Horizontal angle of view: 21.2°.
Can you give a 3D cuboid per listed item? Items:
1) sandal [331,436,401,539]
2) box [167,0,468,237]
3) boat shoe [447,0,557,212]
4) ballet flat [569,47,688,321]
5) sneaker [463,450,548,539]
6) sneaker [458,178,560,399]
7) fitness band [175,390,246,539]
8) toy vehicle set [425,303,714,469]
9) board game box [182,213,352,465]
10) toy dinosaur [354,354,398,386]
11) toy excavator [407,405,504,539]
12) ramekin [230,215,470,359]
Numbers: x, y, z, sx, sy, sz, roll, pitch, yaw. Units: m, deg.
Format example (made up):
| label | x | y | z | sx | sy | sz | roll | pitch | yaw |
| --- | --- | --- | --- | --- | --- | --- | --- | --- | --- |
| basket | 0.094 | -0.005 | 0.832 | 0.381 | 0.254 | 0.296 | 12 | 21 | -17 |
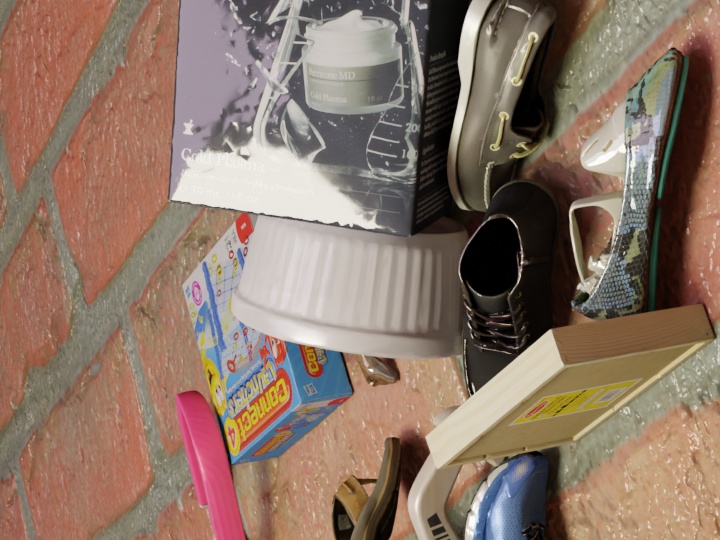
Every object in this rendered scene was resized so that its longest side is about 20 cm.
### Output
| label | x | y | z | sx | sy | sz | roll | pitch | yaw |
| --- | --- | --- | --- | --- | --- | --- | --- | --- | --- |
| sandal | -0.004 | 0.213 | 1.619 | 0.201 | 0.054 | 0.081 | -66 | -14 | -44 |
| box | -0.030 | -0.143 | 1.453 | 0.199 | 0.124 | 0.198 | 8 | 103 | 16 |
| boat shoe | 0.106 | -0.117 | 1.412 | 0.060 | 0.072 | 0.203 | 22 | 136 | 20 |
| ballet flat | 0.175 | -0.053 | 1.286 | 0.074 | 0.074 | 0.201 | 35 | 126 | 54 |
| sneaker | 0.130 | 0.237 | 1.471 | 0.089 | 0.078 | 0.201 | 9 | 98 | 37 |
| sneaker | 0.098 | 0.040 | 1.410 | 0.074 | 0.106 | 0.201 | 7 | 106 | 18 |
| fitness band | -0.151 | 0.217 | 1.965 | 0.144 | 0.037 | 0.201 | -122 | 19 | -67 |
| toy vehicle set | 0.142 | 0.083 | 1.338 | 0.200 | 0.124 | 0.027 | -48 | 55 | 55 |
| board game box | -0.094 | 0.064 | 1.859 | 0.200 | 0.056 | 0.197 | -45 | 57 | 57 |
| toy dinosaur | -0.013 | 0.004 | 1.685 | 0.106 | 0.060 | 0.201 | -41 | 61 | 60 |
| toy excavator | 0.061 | 0.236 | 1.541 | 0.100 | 0.194 | 0.201 | 27 | 148 | 58 |
| ramekin | 0.000 | 0.000 | 1.522 | 0.202 | 0.201 | 0.095 | 24 | 108 | 59 |
